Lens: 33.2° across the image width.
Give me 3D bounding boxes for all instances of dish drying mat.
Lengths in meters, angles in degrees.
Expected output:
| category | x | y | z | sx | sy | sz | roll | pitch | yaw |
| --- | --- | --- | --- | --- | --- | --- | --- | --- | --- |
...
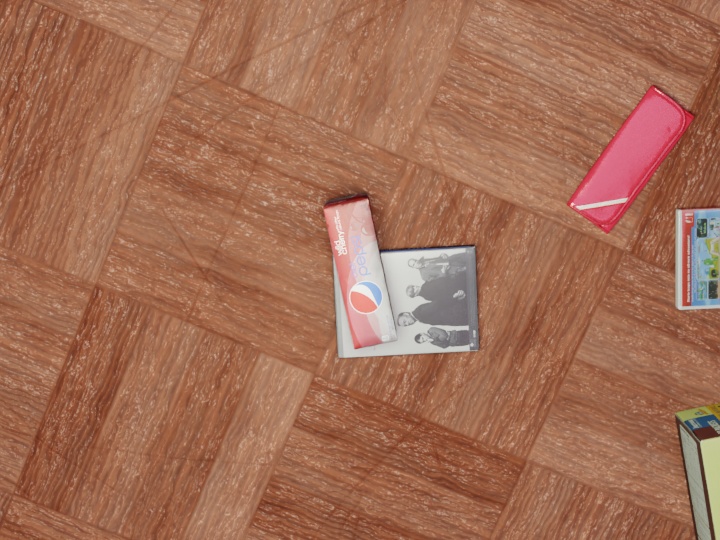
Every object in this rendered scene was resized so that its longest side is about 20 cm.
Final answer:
| category | x | y | z | sx | sy | sz | roll | pitch | yaw |
| --- | --- | --- | --- | --- | --- | --- | --- | --- | --- |
| dish drying mat | 0.372 | -0.151 | 1.668 | 0.077 | 0.018 | 0.200 | 35 | 98 | -6 |

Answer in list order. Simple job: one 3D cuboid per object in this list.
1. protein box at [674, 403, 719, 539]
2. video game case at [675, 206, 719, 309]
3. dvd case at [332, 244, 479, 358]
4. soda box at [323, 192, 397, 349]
| category | x | y | z | sx | sy | sz | roll | pitch | yaw |
| --- | --- | --- | --- | --- | --- | --- | --- | --- | --- |
| protein box | 0.566 | 0.291 | 1.689 | 0.198 | 0.135 | 0.200 | -12 | 100 | 2 |
| video game case | 0.543 | -0.020 | 1.695 | 0.200 | 0.017 | 0.143 | -3 | 100 | -1 |
| dvd case | 0.064 | 0.044 | 1.694 | 0.200 | 0.025 | 0.151 | -3 | 100 | 0 |
| soda box | 0.000 | 0.000 | 1.637 | 0.063 | 0.070 | 0.200 | -12 | 100 | 2 |
